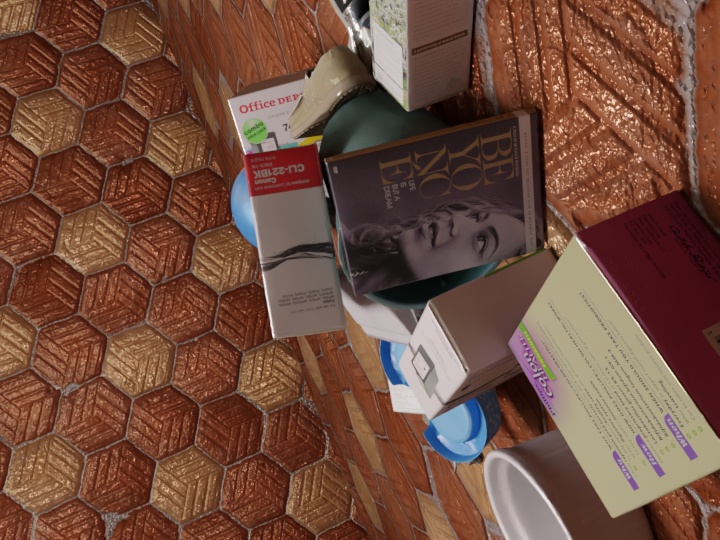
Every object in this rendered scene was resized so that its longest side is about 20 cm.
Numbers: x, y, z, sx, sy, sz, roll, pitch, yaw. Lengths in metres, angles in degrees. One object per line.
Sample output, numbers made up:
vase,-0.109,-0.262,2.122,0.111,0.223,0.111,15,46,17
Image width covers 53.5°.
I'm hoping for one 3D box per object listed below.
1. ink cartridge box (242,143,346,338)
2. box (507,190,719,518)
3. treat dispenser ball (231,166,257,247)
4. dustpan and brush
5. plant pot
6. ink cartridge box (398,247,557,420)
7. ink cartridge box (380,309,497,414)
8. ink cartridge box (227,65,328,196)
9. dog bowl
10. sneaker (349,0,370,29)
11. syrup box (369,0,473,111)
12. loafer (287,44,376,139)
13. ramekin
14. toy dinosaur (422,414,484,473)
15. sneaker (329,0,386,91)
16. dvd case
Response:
ink cartridge box,-0.075,-0.031,0.819,0.144,0.083,0.201,-168,68,-84
box,0.221,0.074,0.557,0.176,0.096,0.200,61,163,24
treat dispenser ball,-0.151,-0.133,1.390,0.201,0.200,0.201,59,163,31
dustpan and brush,0.000,0.000,0.890,0.200,0.057,0.139,52,159,-21
plant pot,0.045,-0.095,0.794,0.196,0.199,0.201,-118,14,-51
ink cartridge box,0.133,0.076,0.775,0.084,0.145,0.200,61,164,19
ink cartridge box,0.098,0.098,0.982,0.162,0.057,0.201,-8,90,48
ink cartridge box,-0.094,-0.200,1.112,0.146,0.146,0.201,-76,-28,-66
dog bowl,0.104,0.145,0.917,0.200,0.049,0.112,57,134,20
sneaker,0.017,-0.334,0.711,0.079,0.095,0.201,51,158,47
syrup box,0.058,-0.266,0.690,0.079,0.081,0.201,54,159,38
loafer,-0.041,-0.220,0.898,0.200,0.075,0.069,-21,84,62
ramekin,0.232,0.277,0.800,0.201,0.097,0.201,59,163,30
toy dinosaur,0.132,0.206,1.049,0.200,0.102,0.077,29,138,66
sneaker,0.019,-0.293,0.837,0.088,0.075,0.201,43,161,43
dvd case,0.077,-0.061,0.683,0.016,0.199,0.149,-110,7,-58
